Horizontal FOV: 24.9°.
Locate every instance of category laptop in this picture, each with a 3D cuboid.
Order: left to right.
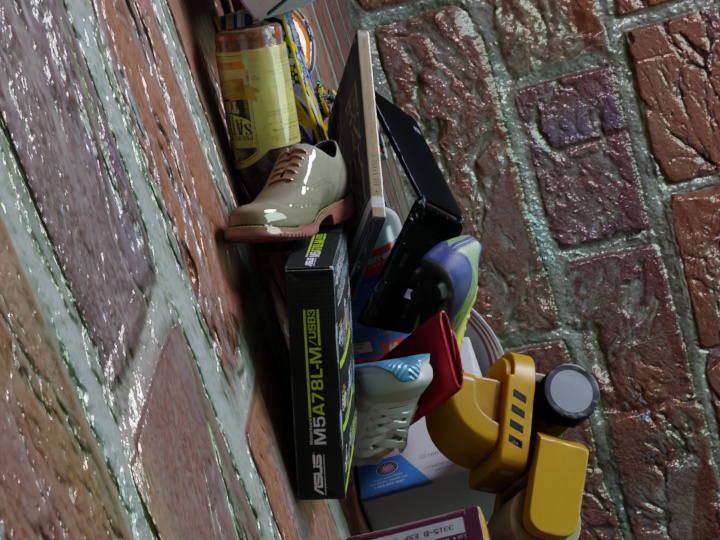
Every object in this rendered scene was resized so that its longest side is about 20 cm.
[{"bbox_3d":[0.029,-0.053,1.590,0.201,0.103,0.177,-64,162,3],"label":"laptop"}]

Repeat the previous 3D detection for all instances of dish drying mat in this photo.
[{"bbox_3d":[0.049,0.107,1.567,0.200,0.018,0.077,136,-54,-59],"label":"dish drying mat"}]

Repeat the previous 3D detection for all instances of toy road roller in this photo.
[{"bbox_3d":[0.134,0.176,1.546,0.123,0.145,0.201,121,-20,-63],"label":"toy road roller"}]

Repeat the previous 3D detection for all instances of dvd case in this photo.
[{"bbox_3d":[-0.006,-0.094,1.485,0.149,0.016,0.201,112,-24,-58],"label":"dvd case"}]

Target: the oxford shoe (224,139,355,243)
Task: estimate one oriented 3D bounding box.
[{"bbox_3d":[-0.063,-0.066,1.355,0.200,0.071,0.074,-34,121,-69],"label":"oxford shoe"}]

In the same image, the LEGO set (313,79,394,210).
[{"bbox_3d":[-0.004,-0.137,1.994,0.154,0.115,0.201,-89,163,-69],"label":"LEGO set"}]

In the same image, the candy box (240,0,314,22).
[{"bbox_3d":[-0.094,-0.324,1.504,0.168,0.071,0.200,54,17,-4],"label":"candy box"}]

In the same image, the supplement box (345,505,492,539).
[{"bbox_3d":[0.077,0.319,1.496,0.200,0.130,0.103,69,9,-49],"label":"supplement box"}]

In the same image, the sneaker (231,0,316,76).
[{"bbox_3d":[-0.113,-0.283,1.649,0.200,0.077,0.112,65,7,19],"label":"sneaker"}]

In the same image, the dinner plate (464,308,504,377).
[{"bbox_3d":[0.080,0.098,1.836,0.024,0.200,0.201,-44,123,-50],"label":"dinner plate"}]

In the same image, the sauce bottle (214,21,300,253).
[{"bbox_3d":[-0.084,-0.116,1.437,0.066,0.066,0.201,-76,157,-78],"label":"sauce bottle"}]

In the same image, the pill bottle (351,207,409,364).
[{"bbox_3d":[0.000,0.000,1.709,0.112,0.112,0.201,-85,158,-74],"label":"pill bottle"}]

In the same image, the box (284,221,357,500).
[{"bbox_3d":[-0.031,0.069,1.372,0.200,0.047,0.194,-79,169,-77],"label":"box"}]

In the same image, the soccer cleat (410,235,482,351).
[{"bbox_3d":[0.086,0.048,1.583,0.065,0.084,0.201,36,-35,26],"label":"soccer cleat"}]

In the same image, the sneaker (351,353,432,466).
[{"bbox_3d":[0.024,0.129,1.521,0.200,0.076,0.081,126,-45,-68],"label":"sneaker"}]

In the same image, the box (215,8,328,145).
[{"bbox_3d":[-0.078,-0.160,1.596,0.064,0.070,0.201,-42,117,-81],"label":"box"}]

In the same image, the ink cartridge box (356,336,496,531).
[{"bbox_3d":[0.068,0.178,1.714,0.200,0.144,0.085,-98,169,-54],"label":"ink cartridge box"}]
